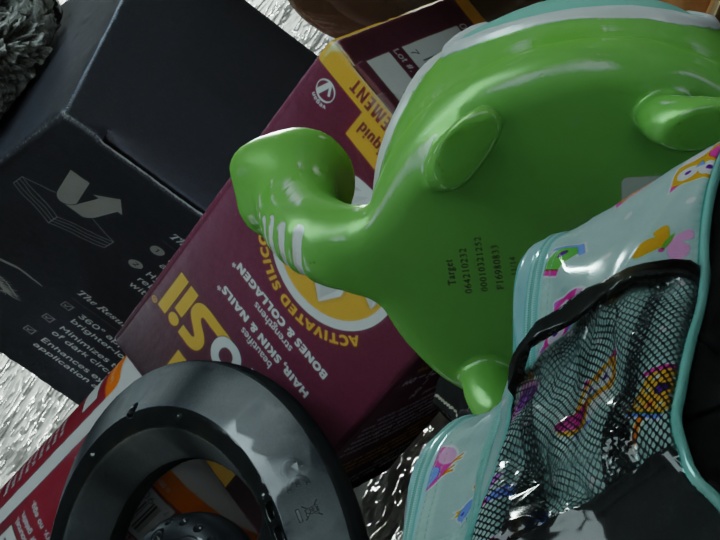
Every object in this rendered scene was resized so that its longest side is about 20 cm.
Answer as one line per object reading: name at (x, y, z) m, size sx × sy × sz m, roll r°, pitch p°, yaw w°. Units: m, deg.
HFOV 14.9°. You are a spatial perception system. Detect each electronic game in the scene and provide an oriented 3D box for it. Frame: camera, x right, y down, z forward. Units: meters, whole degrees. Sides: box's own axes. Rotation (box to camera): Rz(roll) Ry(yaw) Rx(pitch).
electronic game at (-0.063, 0.136, 1.092) m, size 0.200 × 0.041 × 0.201 m, roll -3°, pitch 85°, yaw 48°

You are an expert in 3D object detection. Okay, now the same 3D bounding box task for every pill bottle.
pill bottle at (-0.114, 0.129, 1.231) m, size 0.200 × 0.113 × 0.113 m, roll -45°, pitch 23°, yaw 24°

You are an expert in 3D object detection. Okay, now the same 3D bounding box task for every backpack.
backpack at (0.106, 0.068, 0.762) m, size 0.153 × 0.176 × 0.200 m, roll -32°, pitch 26°, yaw 38°

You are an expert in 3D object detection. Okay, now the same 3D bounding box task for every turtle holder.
turtle holder at (0.063, -0.021, 0.940) m, size 0.185 × 0.141 × 0.132 m, roll -30°, pitch 24°, yaw 17°

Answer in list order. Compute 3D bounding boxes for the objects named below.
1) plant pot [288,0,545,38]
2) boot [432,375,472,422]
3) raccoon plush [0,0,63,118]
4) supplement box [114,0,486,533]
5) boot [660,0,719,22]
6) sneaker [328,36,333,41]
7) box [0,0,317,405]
plant pot at (0.025, -0.191, 1.108) m, size 0.200 × 0.199 × 0.174 m, roll -32°, pitch 51°, yaw 46°
boot at (0.040, 0.116, 0.982) m, size 0.151 × 0.073 × 0.200 m, roll -54°, pitch 26°, yaw 2°
raccoon plush at (-0.217, -0.106, 1.220) m, size 0.097 × 0.134 × 0.200 m, roll -36°, pitch 26°, yaw 35°
supplement box at (0.000, 0.000, 1.102) m, size 0.086 × 0.110 × 0.200 m, roll -24°, pitch -20°, yaw -46°
boot at (0.124, -0.137, 1.038) m, size 0.156 × 0.076 × 0.201 m, roll -115°, pitch 20°, yaw -47°
sneaker at (0.042, -0.172, 1.403) m, size 0.085 × 0.073 × 0.201 m, roll -34°, pitch 28°, yaw 48°
box at (-0.090, -0.025, 1.295) m, size 0.200 × 0.196 × 0.118 m, roll -28°, pitch 32°, yaw 49°
